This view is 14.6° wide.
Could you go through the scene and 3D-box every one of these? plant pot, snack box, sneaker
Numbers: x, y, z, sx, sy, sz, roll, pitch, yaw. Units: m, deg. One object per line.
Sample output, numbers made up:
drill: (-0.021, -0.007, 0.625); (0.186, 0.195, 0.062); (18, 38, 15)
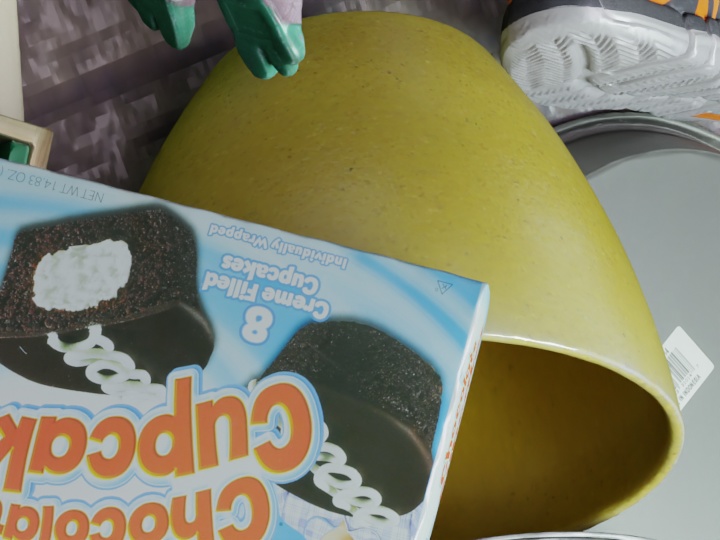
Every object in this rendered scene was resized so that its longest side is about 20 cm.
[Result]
plant pot: (0.000, 0.000, 0.931); (0.199, 0.200, 0.143); (10, 60, -26)
snack box: (-0.073, 0.037, 0.790); (0.199, 0.037, 0.117); (14, 77, 6)
sneaker: (0.103, -0.116, 1.005); (0.200, 0.077, 0.113); (5, 80, -62)

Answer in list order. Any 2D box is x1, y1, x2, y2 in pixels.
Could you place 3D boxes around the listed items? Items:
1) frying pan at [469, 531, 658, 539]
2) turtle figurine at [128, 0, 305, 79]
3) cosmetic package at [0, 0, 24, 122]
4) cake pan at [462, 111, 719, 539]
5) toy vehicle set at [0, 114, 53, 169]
frying pan: (0.036, 0.105, 0.954); (0.190, 0.115, 0.031); (19, 60, -44)
turtle figurine: (0.021, -0.140, 0.906); (0.200, 0.150, 0.101); (-36, 103, -21)
cosmetic package: (-0.167, -0.090, 0.893); (0.103, 0.073, 0.201); (-6, 95, -26)
cake pan: (0.110, 0.041, 1.054); (0.199, 0.037, 0.202); (-1, 92, -26)
toy vehicle set: (-0.171, 0.039, 0.830); (0.124, 0.026, 0.201); (15, 80, -25)
